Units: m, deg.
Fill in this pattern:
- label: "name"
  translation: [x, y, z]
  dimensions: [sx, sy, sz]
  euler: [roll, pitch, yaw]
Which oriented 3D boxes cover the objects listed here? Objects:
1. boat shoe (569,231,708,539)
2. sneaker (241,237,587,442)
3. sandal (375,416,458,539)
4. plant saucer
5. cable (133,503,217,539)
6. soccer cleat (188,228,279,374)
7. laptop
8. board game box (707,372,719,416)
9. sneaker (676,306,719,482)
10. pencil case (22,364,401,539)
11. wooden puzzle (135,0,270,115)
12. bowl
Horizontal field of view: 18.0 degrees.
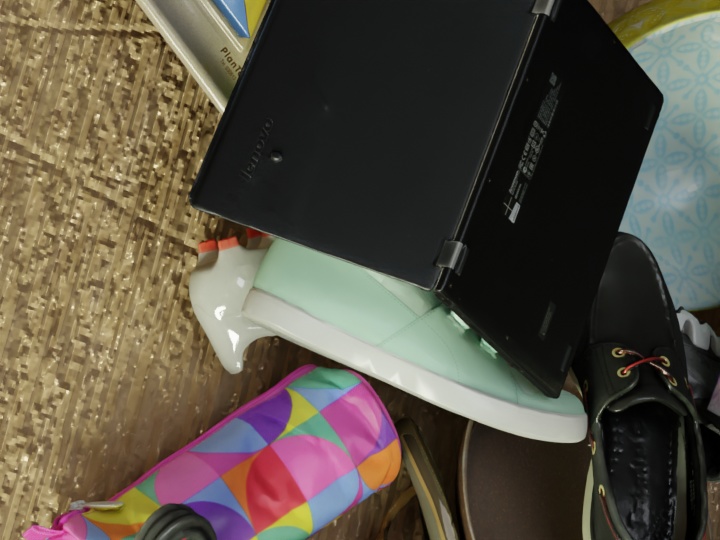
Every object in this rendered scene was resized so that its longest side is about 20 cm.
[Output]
- label: "boat shoe"
  translation: [0.155, 0.072, 1.256]
  dimensions: [0.074, 0.063, 0.202]
  euler: [3, 73, -17]
- label: "sneaker"
  translation: [0.050, 0.012, 1.211]
  dimensions: [0.200, 0.074, 0.118]
  euler: [25, 85, -12]
- label: "sandal"
  translation: [0.032, 0.183, 1.265]
  dimensions: [0.054, 0.080, 0.200]
  euler: [-8, 92, -3]
- label: "plant saucer"
  translation: [0.123, 0.143, 1.301]
  dimensions: [0.200, 0.034, 0.201]
  euler: [19, 59, -34]
- label: "cable"
  translation: [-0.091, 0.196, 1.163]
  dimensions: [0.097, 0.050, 0.200]
  euler: [-37, 132, -13]
- label: "soccer cleat"
  translation: [0.000, 0.000, 1.272]
  dimensions: [0.200, 0.069, 0.078]
  euler: [-16, 96, -20]
- label: "laptop"
  translation: [0.042, -0.064, 1.182]
  dimensions: [0.200, 0.116, 0.188]
  euler: [41, 64, -46]
- label: "board game box"
  translation: [0.315, 0.011, 1.319]
  dimensions: [0.199, 0.041, 0.200]
  euler: [15, 98, -35]
- label: "sneaker"
  translation: [0.226, 0.090, 1.353]
  dimensions: [0.200, 0.066, 0.091]
  euler: [21, 60, -29]
- label: "pencil case"
  translation: [-0.074, 0.124, 1.208]
  dimensions: [0.200, 0.088, 0.089]
  euler: [-30, 97, -27]
- label: "wooden puzzle"
  translation: [-0.007, -0.159, 1.225]
  dimensions: [0.200, 0.046, 0.185]
  euler: [-40, 104, -10]
- label: "bowl"
  translation: [0.187, -0.086, 1.334]
  dimensions: [0.200, 0.108, 0.200]
  euler: [-7, 123, -11]
